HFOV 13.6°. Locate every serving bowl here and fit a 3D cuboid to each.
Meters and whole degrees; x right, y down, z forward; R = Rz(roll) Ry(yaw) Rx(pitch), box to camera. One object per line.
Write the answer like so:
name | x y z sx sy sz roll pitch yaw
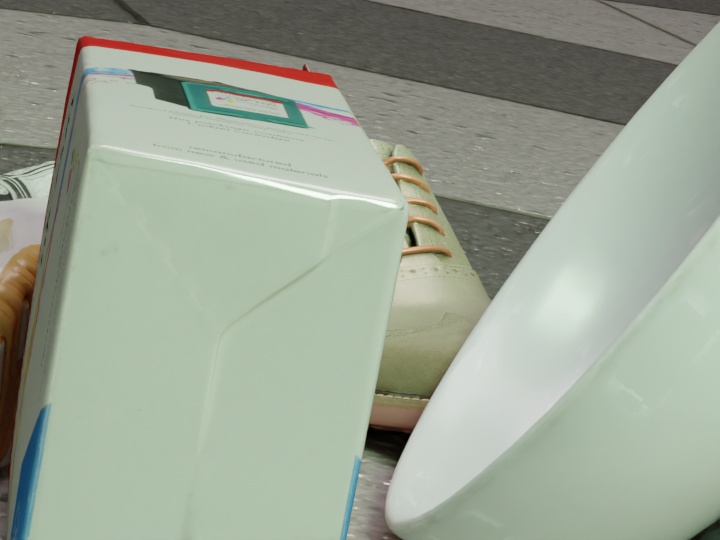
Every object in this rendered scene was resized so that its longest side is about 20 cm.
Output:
serving bowl | 0.092 0.004 0.750 0.066 0.200 0.200 39 9 -7

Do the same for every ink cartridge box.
ink cartridge box | -0.041 0.015 0.683 0.067 0.117 0.200 9 10 -8

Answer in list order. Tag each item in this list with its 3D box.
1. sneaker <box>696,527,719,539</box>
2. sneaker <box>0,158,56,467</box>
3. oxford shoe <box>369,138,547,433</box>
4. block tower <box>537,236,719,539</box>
sneaker | 0.155 0.066 0.748 0.082 0.078 0.199 13 8 43
sneaker | -0.104 -0.005 0.827 0.087 0.076 0.200 14 11 12
oxford shoe | 0.000 0.000 0.913 0.070 0.074 0.200 4 13 -32
block tower | 0.106 0.041 0.870 0.057 0.054 0.200 8 12 -22
